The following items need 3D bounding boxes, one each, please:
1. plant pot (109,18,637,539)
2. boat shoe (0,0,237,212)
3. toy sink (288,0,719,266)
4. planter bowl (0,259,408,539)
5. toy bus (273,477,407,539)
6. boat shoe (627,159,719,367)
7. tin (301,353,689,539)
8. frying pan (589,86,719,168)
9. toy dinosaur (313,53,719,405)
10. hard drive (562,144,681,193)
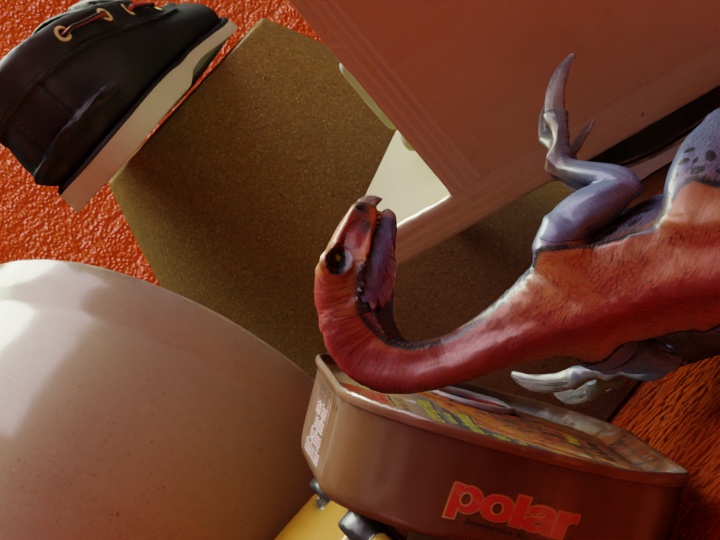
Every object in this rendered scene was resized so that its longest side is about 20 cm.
[{"bbox_3d":[0.000,0.000,1.146,0.186,0.200,0.186,-47,5,5],"label":"plant pot"},{"bbox_3d":[-0.097,-0.080,1.100,0.074,0.063,0.201,-48,4,16],"label":"boat shoe"},{"bbox_3d":[0.052,-0.110,0.944,0.200,0.112,0.131,-29,21,34],"label":"toy sink"},{"bbox_3d":[-0.098,0.112,1.058,0.200,0.200,0.135,-38,20,57],"label":"planter bowl"},{"bbox_3d":[0.004,0.118,0.898,0.065,0.078,0.200,-49,6,-2],"label":"toy bus"},{"bbox_3d":[0.160,-0.038,0.962,0.075,0.075,0.202,2,45,53],"label":"boat shoe"},{"bbox_3d":[0.037,0.060,0.898,0.200,0.111,0.042,-139,67,-85],"label":"tin"},{"bbox_3d":[0.101,-0.075,1.010,0.115,0.031,0.190,-48,17,-22],"label":"frying pan"},{"bbox_3d":[0.079,-0.013,0.823,0.181,0.105,0.200,-25,3,-12],"label":"toy dinosaur"},{"bbox_3d":[0.100,-0.097,1.065,0.132,0.200,0.027,-43,7,29],"label":"hard drive"}]
